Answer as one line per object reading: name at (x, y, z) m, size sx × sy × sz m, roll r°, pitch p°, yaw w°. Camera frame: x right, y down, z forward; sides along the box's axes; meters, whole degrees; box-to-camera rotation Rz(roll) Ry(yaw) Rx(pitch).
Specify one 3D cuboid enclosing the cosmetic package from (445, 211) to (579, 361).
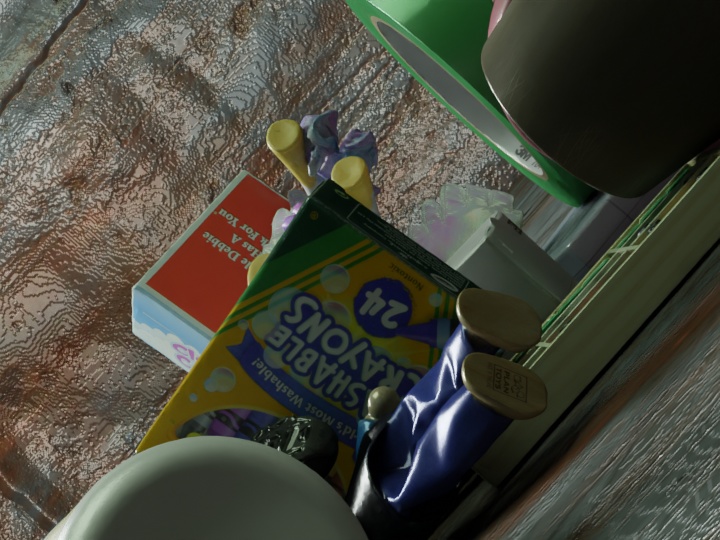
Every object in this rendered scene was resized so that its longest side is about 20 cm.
cosmetic package at (0.035, 0.069, 1.545) m, size 0.200 × 0.090 × 0.107 m, roll -45°, pitch 2°, yaw 13°

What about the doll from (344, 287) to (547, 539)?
doll at (0.022, 0.102, 1.331) m, size 0.137 × 0.048 × 0.200 m, roll -91°, pitch 25°, yaw -43°

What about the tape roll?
tape roll at (0.076, -0.123, 1.758) m, size 0.048 × 0.200 × 0.200 m, roll -47°, pitch 1°, yaw -2°

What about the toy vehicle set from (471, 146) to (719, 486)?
toy vehicle set at (0.118, 0.022, 1.415) m, size 0.200 × 0.027 × 0.124 m, roll -48°, pitch 1°, yaw -3°

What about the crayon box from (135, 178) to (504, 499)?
crayon box at (-0.025, 0.071, 1.468) m, size 0.200 × 0.126 × 0.052 m, roll -55°, pitch -1°, yaw 17°

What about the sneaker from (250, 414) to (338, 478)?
sneaker at (-0.052, 0.153, 1.434) m, size 0.200 × 0.079 × 0.074 m, roll -62°, pitch 4°, yaw 33°

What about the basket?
basket at (0.163, -0.144, 1.404) m, size 0.200 × 0.180 × 0.136 m, roll -47°, pitch 13°, yaw 25°

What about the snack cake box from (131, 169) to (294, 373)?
snack cake box at (-0.031, 0.042, 1.784) m, size 0.115 × 0.200 × 0.067 m, roll -48°, pitch -15°, yaw -25°

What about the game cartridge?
game cartridge at (0.153, -0.033, 1.740) m, size 0.200 × 0.040 × 0.133 m, roll -50°, pitch -2°, yaw -44°

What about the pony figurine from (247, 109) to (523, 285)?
pony figurine at (0.000, 0.000, 1.676) m, size 0.166 × 0.200 × 0.193 m, roll -8°, pitch 52°, yaw 17°

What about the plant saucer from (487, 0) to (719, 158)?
plant saucer at (0.158, -0.143, 1.525) m, size 0.201 × 0.200 × 0.051 m, roll -48°, pitch 40°, yaw 18°

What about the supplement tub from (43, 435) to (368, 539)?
supplement tub at (-0.079, 0.158, 1.268) m, size 0.145 × 0.145 × 0.200 m, roll -48°, pitch 1°, yaw -18°
